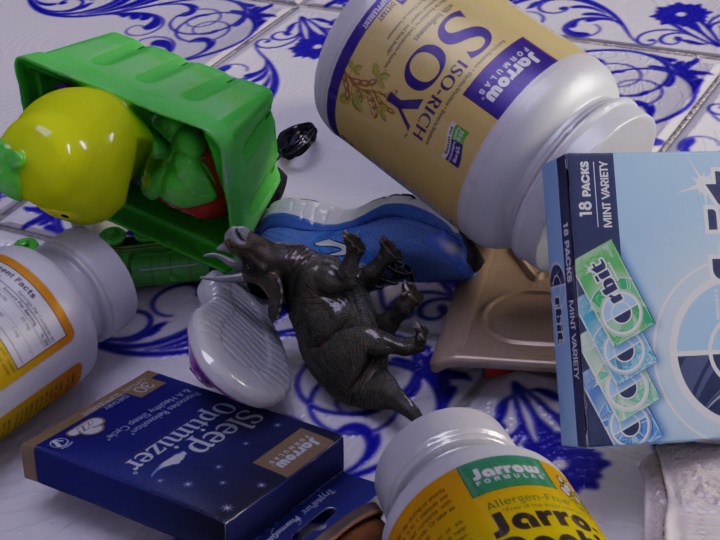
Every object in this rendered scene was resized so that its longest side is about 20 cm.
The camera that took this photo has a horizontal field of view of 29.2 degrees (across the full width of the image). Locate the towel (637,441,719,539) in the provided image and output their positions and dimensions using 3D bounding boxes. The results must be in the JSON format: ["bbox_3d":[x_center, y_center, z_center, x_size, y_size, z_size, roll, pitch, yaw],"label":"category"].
[{"bbox_3d":[0.256,0.146,0.766,0.199,0.035,0.133,-1,34,10],"label":"towel"}]

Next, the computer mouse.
[{"bbox_3d":[-0.077,-0.079,1.194,0.058,0.034,0.200,-15,22,28],"label":"computer mouse"}]

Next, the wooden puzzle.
[{"bbox_3d":[0.162,0.024,0.970,0.199,0.046,0.185,-2,33,18],"label":"wooden puzzle"}]

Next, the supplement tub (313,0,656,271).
[{"bbox_3d":[0.082,-0.106,0.931,0.200,0.146,0.145,39,52,24],"label":"supplement tub"}]

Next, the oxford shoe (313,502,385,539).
[{"bbox_3d":[-0.033,0.200,0.734,0.071,0.071,0.200,38,44,10],"label":"oxford shoe"}]

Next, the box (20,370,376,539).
[{"bbox_3d":[-0.097,0.121,0.862,0.199,0.033,0.121,16,28,30],"label":"box"}]

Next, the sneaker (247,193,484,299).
[{"bbox_3d":[0.000,0.000,1.013,0.199,0.079,0.089,-1,54,37],"label":"sneaker"}]

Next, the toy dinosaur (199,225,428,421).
[{"bbox_3d":[-0.009,0.039,0.940,0.102,0.200,0.077,-40,-10,24],"label":"toy dinosaur"}]

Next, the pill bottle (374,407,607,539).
[{"bbox_3d":[0.076,0.161,0.707,0.112,0.113,0.200,-14,33,-10],"label":"pill bottle"}]

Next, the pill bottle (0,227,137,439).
[{"bbox_3d":[-0.252,0.052,0.946,0.111,0.111,0.200,19,41,35],"label":"pill bottle"}]

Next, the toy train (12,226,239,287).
[{"bbox_3d":[-0.185,-0.006,1.091,0.199,0.042,0.057,-7,42,2],"label":"toy train"}]

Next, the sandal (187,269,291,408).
[{"bbox_3d":[-0.090,0.057,0.942,0.050,0.082,0.203,-49,11,9],"label":"sandal"}]

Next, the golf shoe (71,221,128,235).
[{"bbox_3d":[-0.161,-0.087,1.162,0.097,0.079,0.200,5,34,36],"label":"golf shoe"}]

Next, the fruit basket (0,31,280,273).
[{"bbox_3d":[-0.181,-0.079,1.011,0.215,0.156,0.216,-1,42,1],"label":"fruit basket"}]

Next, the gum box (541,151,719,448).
[{"bbox_3d":[0.214,0.015,0.826,0.199,0.171,0.045,-2,-5,-14],"label":"gum box"}]
